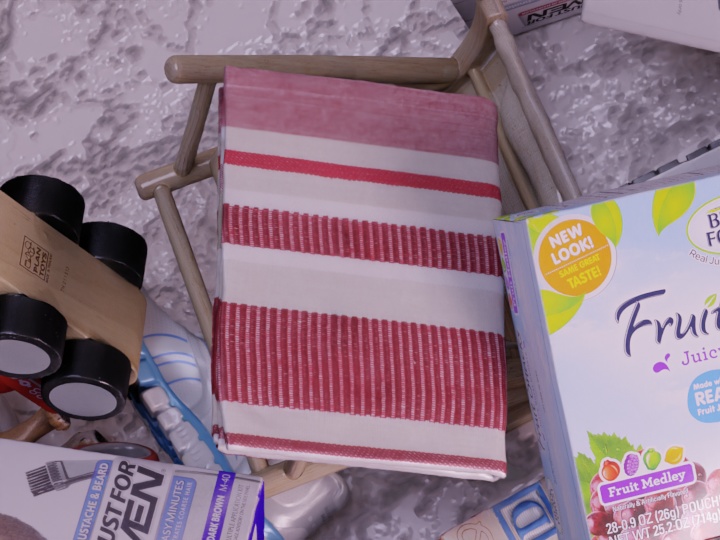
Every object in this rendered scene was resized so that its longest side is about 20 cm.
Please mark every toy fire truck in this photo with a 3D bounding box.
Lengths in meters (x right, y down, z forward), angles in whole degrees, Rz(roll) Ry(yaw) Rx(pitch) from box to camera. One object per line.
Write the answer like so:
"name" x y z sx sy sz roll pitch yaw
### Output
"toy fire truck" -0.230 0.006 1.200 0.199 0.176 0.130 -19 52 32

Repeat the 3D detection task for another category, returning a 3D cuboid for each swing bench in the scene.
"swing bench" 0.011 -0.014 1.199 0.198 0.130 0.200 -12 66 -20

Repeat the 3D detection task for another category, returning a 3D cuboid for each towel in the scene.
"towel" 0.000 0.000 1.104 0.143 0.023 0.202 6 64 -13

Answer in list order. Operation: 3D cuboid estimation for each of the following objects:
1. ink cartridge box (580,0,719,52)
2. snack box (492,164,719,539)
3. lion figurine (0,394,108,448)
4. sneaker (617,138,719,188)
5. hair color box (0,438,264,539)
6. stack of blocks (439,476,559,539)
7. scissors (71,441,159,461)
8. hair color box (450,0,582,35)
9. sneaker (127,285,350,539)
"ink cartridge box" 0.231 -0.159 1.160 0.199 0.145 0.088 17 116 24
"snack box" 0.178 0.035 1.107 0.198 0.068 0.170 -12 93 -12
"lion figurine" -0.218 0.085 1.291 0.122 0.072 0.201 -35 52 13
"sneaker" 0.224 -0.035 1.190 0.199 0.076 0.088 -26 82 12
"hair color box" -0.153 0.145 1.129 0.198 0.065 0.110 7 45 5
"stack of blocks" 0.113 0.208 1.136 0.115 0.059 0.201 -29 67 -3
"scissors" -0.190 0.100 1.190 0.198 0.073 0.014 4 104 -18
"hair color box" 0.079 -0.191 1.201 0.098 0.200 0.061 -17 70 12
"sneaker" -0.074 0.069 1.251 0.086 0.075 0.201 -30 67 -12
